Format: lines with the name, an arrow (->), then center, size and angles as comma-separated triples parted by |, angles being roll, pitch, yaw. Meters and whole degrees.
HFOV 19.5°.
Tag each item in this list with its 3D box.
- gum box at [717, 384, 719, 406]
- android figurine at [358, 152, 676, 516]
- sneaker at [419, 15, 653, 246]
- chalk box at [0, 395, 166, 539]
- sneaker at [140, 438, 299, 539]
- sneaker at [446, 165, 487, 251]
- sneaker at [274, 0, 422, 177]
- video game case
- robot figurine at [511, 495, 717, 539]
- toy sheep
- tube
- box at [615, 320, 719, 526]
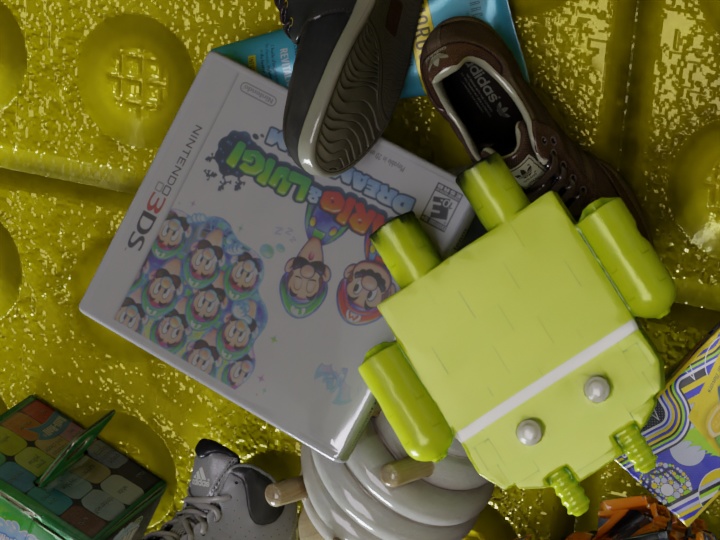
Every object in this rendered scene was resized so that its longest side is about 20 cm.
gum box -> 0.323, 0.080, 1.133 | 0.200, 0.045, 0.170 | 37, 118, -19
android figurine -> 0.092, 0.040, 1.190 | 0.181, 0.041, 0.201 | -32, 81, 10
sneaker -> 0.099, -0.058, 1.248 | 0.070, 0.076, 0.200 | -37, 100, 22
chalk box -> -0.227, 0.178, 1.447 | 0.123, 0.124, 0.201 | 30, 114, 12
sneaker -> -0.124, 0.169, 1.379 | 0.075, 0.199, 0.116 | 14, 104, 50
sneaker -> 0.000, 0.000, 1.321 | 0.199, 0.078, 0.080 | -15, 110, 33
sneaker -> -0.027, -0.148, 1.256 | 0.106, 0.075, 0.201 | 7, 66, 28
video game case -> -0.050, -0.011, 1.267 | 0.199, 0.024, 0.183 | 28, 92, 20
robot figurine -> 0.130, 0.190, 1.302 | 0.199, 0.145, 0.059 | -23, 64, 26
toy sheep -> 0.025, 0.119, 1.317 | 0.138, 0.138, 0.200 | 47, 126, 3
tube -> 0.002, -0.134, 1.301 | 0.199, 0.050, 0.078 | -11, 104, 20
box -> 0.232, 0.050, 1.194 | 0.070, 0.064, 0.200 | 42, 117, 6
